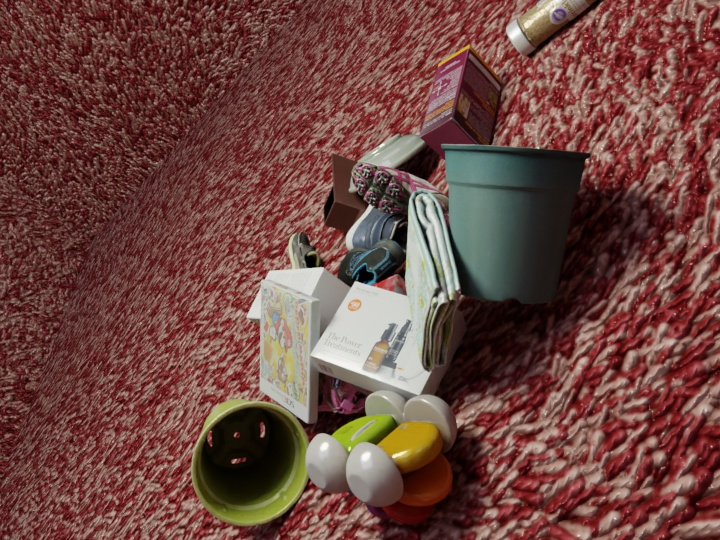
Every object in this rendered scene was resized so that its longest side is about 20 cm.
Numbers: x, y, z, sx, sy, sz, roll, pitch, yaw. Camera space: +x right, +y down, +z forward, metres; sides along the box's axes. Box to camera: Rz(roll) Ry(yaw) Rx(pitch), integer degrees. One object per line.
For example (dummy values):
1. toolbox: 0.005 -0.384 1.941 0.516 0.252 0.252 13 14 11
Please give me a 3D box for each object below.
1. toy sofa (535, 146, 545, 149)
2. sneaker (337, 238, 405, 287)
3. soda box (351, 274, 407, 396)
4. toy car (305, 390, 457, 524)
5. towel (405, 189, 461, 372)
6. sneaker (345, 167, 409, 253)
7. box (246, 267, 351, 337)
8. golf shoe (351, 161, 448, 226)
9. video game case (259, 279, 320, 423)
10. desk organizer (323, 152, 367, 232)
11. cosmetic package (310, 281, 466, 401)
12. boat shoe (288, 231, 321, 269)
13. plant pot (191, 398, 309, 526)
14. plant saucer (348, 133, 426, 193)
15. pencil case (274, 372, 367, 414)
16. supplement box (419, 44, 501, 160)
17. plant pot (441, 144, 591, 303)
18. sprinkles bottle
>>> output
1. toy sofa: 0.241 -0.125 1.131 0.198 0.096 0.084 -11 74 51
2. sneaker: 0.000 0.000 1.304 0.082 0.073 0.199 -45 7 -31
3. soda box: 0.043 0.111 1.174 0.069 0.063 0.202 -25 40 38
4. toy car: 0.039 0.262 0.947 0.174 0.152 0.198 -31 17 -38
5. towel: 0.094 0.015 0.992 0.173 0.047 0.202 94 172 -48
6. sneaker: 0.074 -0.111 1.355 0.145 0.077 0.204 7 60 53
7. box: -0.090 0.080 1.312 0.199 0.152 0.108 -3 56 54
8. golf shoe: 0.076 -0.139 1.274 0.073 0.198 0.092 -61 0 30
9. video game case: -0.122 0.130 1.184 0.181 0.023 0.204 16 107 55
10. desk organizer: -0.037 -0.171 1.555 0.202 0.076 0.072 -96 27 -50
11. cosmetic package: 0.043 0.110 1.084 0.197 0.052 0.152 14 56 30
12. boat shoe: -0.116 -0.017 1.547 0.065 0.072 0.203 -29 37 20
13. plant pot: -0.201 0.308 1.227 0.202 0.199 0.184 -57 17 -7
14. plant saucer: 0.050 -0.233 1.458 0.198 0.051 0.200 -33 11 7
15. pencil case: -0.070 0.208 1.225 0.198 0.086 0.084 -15 86 49
16. supplement box: 0.194 -0.310 1.347 0.085 0.110 0.202 -21 43 45
17. plant pot: 0.201 -0.066 0.961 0.199 0.197 0.200 19 108 60
18. sprinkles bottle: 0.370 -0.491 1.321 0.199 0.068 0.069 -35 34 31
